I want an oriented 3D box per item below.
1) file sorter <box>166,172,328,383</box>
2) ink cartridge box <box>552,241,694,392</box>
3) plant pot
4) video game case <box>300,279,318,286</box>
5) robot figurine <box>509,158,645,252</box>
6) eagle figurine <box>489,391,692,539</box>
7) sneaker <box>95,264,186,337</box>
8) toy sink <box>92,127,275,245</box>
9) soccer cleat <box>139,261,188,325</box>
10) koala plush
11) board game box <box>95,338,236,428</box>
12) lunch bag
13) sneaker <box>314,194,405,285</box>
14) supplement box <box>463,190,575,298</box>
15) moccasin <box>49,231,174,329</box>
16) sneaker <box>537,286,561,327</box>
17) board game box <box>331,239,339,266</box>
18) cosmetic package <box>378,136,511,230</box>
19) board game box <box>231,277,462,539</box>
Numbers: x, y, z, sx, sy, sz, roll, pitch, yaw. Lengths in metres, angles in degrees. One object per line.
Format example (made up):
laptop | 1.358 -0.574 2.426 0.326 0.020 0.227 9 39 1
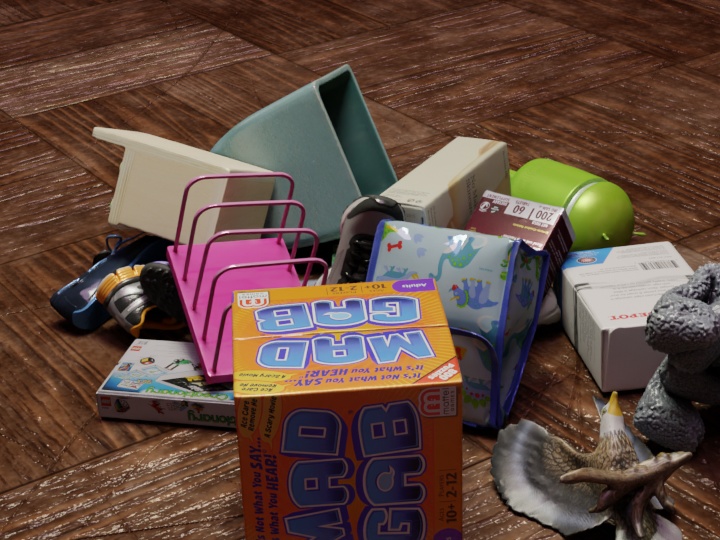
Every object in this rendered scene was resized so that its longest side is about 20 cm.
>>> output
file sorter | -0.116 0.002 1.685 0.139 0.126 0.200 -5 46 -21
ink cartridge box | 0.311 0.050 1.744 0.146 0.084 0.200 -5 26 -7
plant pot | -0.087 -0.130 2.004 0.200 0.196 0.196 -20 9 17
video game case | -0.025 0.047 1.856 0.200 0.019 0.143 -3 26 -3
robot figurine | 0.260 -0.072 1.958 0.175 0.116 0.200 -10 25 -41
eagle figurine | 0.231 0.187 1.465 0.152 0.151 0.200 35 -12 -11
sneaker | -0.216 0.032 1.856 0.200 0.078 0.077 -14 57 -34
toy sink | -0.228 -0.094 1.894 0.200 0.112 0.130 18 7 20
soccer cleat | -0.156 0.028 1.790 0.200 0.068 0.073 17 36 7
koala plush | 0.403 0.096 1.534 0.200 0.178 0.184 24 44 31
board game box | -0.173 0.123 1.695 0.200 0.035 0.126 4 26 13
lunch bag | 0.091 0.057 1.645 0.170 0.200 0.127 10 -2 27
sneaker | 0.000 0.000 1.731 0.074 0.200 0.079 14 37 -12
supplement box | 0.152 0.012 1.761 0.109 0.061 0.200 15 63 32
moccasin | -0.303 -0.003 1.906 0.068 0.081 0.200 23 33 21
sneaker | 0.155 0.016 1.842 0.083 0.081 0.200 -26 29 -15
board game box | 0.015 -0.020 1.954 0.105 0.024 0.200 0 19 1
cosmetic package | 0.100 -0.073 1.824 0.071 0.105 0.200 10 32 32
board game box | -0.015 0.145 1.451 0.200 0.200 0.200 -4 27 -4
